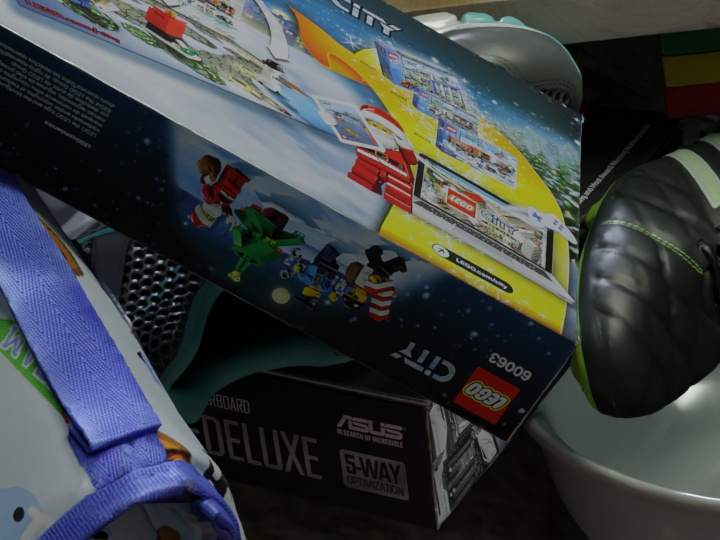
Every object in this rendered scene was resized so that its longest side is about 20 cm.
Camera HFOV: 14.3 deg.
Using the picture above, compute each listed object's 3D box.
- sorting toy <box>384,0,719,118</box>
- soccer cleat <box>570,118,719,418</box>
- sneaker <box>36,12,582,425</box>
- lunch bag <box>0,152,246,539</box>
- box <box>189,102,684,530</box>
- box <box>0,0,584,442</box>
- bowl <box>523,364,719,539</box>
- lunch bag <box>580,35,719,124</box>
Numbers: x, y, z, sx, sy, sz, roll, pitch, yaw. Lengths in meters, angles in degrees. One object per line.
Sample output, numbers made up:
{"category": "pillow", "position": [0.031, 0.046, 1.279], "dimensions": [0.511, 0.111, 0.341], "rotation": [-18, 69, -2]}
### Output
{"category": "sorting toy", "position": [0.088, -0.108, 1.009], "dimensions": [0.199, 0.070, 0.200], "rotation": [-5, 29, 9]}
{"category": "soccer cleat", "position": [0.130, -0.014, 0.939], "dimensions": [0.081, 0.068, 0.200], "rotation": [-3, 23, 33]}
{"category": "sneaker", "position": [-0.006, -0.009, 0.870], "dimensions": [0.200, 0.078, 0.091], "rotation": [-28, 43, -19]}
{"category": "lunch bag", "position": [-0.112, 0.061, 0.771], "dimensions": [0.124, 0.200, 0.170], "rotation": [-10, 51, -34]}
{"category": "box", "position": [0.000, 0.000, 0.963], "dimensions": [0.158, 0.050, 0.200], "rotation": [12, 34, 27]}
{"category": "box", "position": [-0.033, -0.047, 0.774], "dimensions": [0.200, 0.038, 0.137], "rotation": [29, 27, -10]}
{"category": "bowl", "position": [0.150, 0.060, 0.967], "dimensions": [0.201, 0.090, 0.201], "rotation": [-6, 29, 3]}
{"category": "lunch bag", "position": [0.115, -0.163, 1.179], "dimensions": [0.200, 0.139, 0.168], "rotation": [25, 22, -2]}
